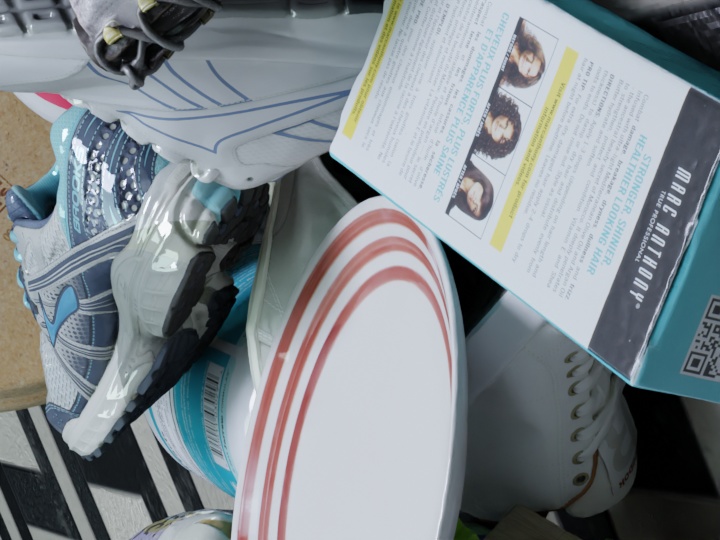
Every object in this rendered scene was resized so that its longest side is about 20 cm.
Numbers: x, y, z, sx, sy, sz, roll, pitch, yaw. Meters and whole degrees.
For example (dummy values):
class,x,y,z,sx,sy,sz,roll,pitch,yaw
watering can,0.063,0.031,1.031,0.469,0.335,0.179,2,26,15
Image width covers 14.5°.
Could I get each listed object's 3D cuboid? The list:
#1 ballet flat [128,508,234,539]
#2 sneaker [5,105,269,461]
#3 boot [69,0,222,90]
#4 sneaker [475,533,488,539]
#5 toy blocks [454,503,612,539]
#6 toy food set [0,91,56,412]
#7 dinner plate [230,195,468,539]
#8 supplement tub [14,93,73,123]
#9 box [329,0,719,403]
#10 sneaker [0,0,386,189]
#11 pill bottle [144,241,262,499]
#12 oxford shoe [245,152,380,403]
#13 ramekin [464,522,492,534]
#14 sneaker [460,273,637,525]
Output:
class,x,y,z,sx,sy,sz,roll,pitch,yaw
ballet flat,-0.037,0.130,1.160,0.199,0.072,0.072,14,131,37
sneaker,-0.095,-0.003,1.087,0.086,0.078,0.200,39,145,8
boot,-0.017,-0.115,0.859,0.069,0.174,0.201,21,-144,-49
sneaker,-0.015,0.161,1.057,0.074,0.200,0.082,56,-164,23
toy blocks,0.109,0.170,0.988,0.136,0.100,0.200,28,156,43
toy food set,-0.157,-0.033,1.166,0.197,0.201,0.049,26,-175,-11
dinner plate,-0.001,0.075,0.978,0.200,0.024,0.202,-167,90,-68
supplement tub,-0.081,-0.156,1.038,0.141,0.140,0.201,54,160,33
box,0.064,-0.036,0.859,0.200,0.049,0.083,40,113,56
sneaker,-0.055,-0.067,0.967,0.075,0.198,0.088,-107,22,-55
pill bottle,-0.029,0.047,1.205,0.200,0.110,0.111,19,131,68
oxford shoe,0.000,0.000,1.065,0.058,0.075,0.202,-147,56,-59
ramekin,0.047,0.220,1.224,0.200,0.097,0.201,56,160,31
sneaker,0.073,0.033,0.991,0.084,0.073,0.200,31,150,1
